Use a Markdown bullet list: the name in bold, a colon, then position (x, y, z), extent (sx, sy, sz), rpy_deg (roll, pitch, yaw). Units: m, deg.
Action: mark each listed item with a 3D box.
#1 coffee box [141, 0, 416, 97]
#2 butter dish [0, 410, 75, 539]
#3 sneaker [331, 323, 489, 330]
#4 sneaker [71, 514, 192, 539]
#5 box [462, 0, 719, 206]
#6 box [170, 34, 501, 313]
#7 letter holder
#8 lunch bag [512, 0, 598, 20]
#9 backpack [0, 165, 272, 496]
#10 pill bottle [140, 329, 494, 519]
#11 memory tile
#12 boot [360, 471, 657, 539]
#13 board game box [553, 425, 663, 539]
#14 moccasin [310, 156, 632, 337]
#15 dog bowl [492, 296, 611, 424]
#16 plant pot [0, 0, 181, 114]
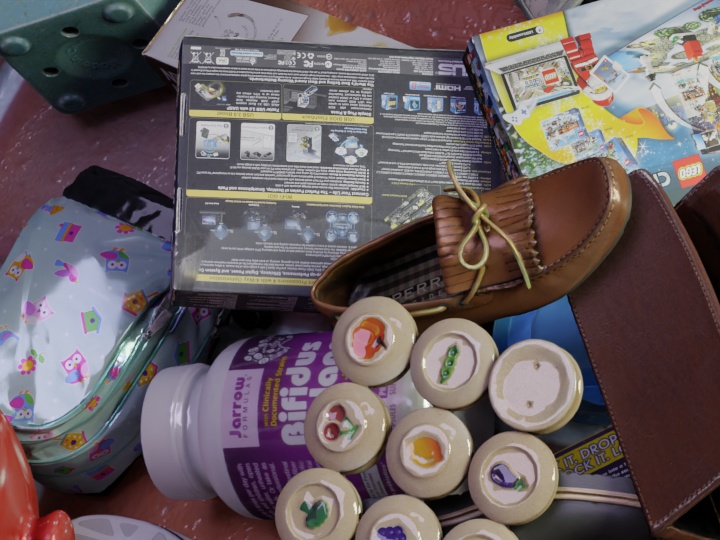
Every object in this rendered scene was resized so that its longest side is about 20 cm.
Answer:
- **coffee box**: position (-0.033, -0.115, 1.625), extent (0.199, 0.114, 0.080), rpy_deg (25, 73, 37)
- **butter dish**: position (-0.244, 0.161, 1.475), extent (0.147, 0.201, 0.200), rpy_deg (5, 50, 11)
- **sneaker**: position (0.000, 0.000, 1.556), extent (0.199, 0.067, 0.090), rpy_deg (22, 65, 34)
- **sneaker**: position (-0.129, 0.179, 1.470), extent (0.200, 0.115, 0.076), rpy_deg (23, 71, 38)
- **box**: position (0.177, -0.099, 1.471), extent (0.199, 0.038, 0.137), rpy_deg (-16, 76, -11)
- **box**: position (-0.014, -0.056, 1.481), extent (0.198, 0.049, 0.162), rpy_deg (2, 74, -6)
- **letter holder**: position (0.206, 0.032, 1.304), extent (0.142, 0.100, 0.201), rpy_deg (-45, 43, 31)
- **lunch bag**: position (0.179, -0.227, 1.589), extent (0.199, 0.118, 0.164), rpy_deg (-28, 50, 2)
- **backpack**: position (-0.175, 0.040, 1.585), extent (0.166, 0.127, 0.201), rpy_deg (22, 73, 33)
- **pill bottle**: position (-0.028, 0.093, 1.478), extent (0.199, 0.112, 0.113), rpy_deg (-6, 56, 24)
- **memory tile**: position (0.028, 0.121, 1.314), extent (0.152, 0.017, 0.201), rpy_deg (16, 84, 25)
- **boot**: position (0.075, 0.189, 1.322), extent (0.199, 0.077, 0.139), rpy_deg (-13, 63, 25)
- **board game box**: position (0.127, 0.184, 1.369), extent (0.199, 0.057, 0.166), rpy_deg (-27, 48, 10)
- **moccasin**: position (0.060, -0.014, 1.354), extent (0.201, 0.078, 0.074), rpy_deg (-18, 58, 34)
- **dog bowl**: position (0.179, 0.037, 1.449), extent (0.199, 0.050, 0.112), rpy_deg (-7, 55, 25)
- **plant pot**: position (-0.192, -0.231, 1.750), extent (0.195, 0.196, 0.201), rpy_deg (-15, 60, 18)
